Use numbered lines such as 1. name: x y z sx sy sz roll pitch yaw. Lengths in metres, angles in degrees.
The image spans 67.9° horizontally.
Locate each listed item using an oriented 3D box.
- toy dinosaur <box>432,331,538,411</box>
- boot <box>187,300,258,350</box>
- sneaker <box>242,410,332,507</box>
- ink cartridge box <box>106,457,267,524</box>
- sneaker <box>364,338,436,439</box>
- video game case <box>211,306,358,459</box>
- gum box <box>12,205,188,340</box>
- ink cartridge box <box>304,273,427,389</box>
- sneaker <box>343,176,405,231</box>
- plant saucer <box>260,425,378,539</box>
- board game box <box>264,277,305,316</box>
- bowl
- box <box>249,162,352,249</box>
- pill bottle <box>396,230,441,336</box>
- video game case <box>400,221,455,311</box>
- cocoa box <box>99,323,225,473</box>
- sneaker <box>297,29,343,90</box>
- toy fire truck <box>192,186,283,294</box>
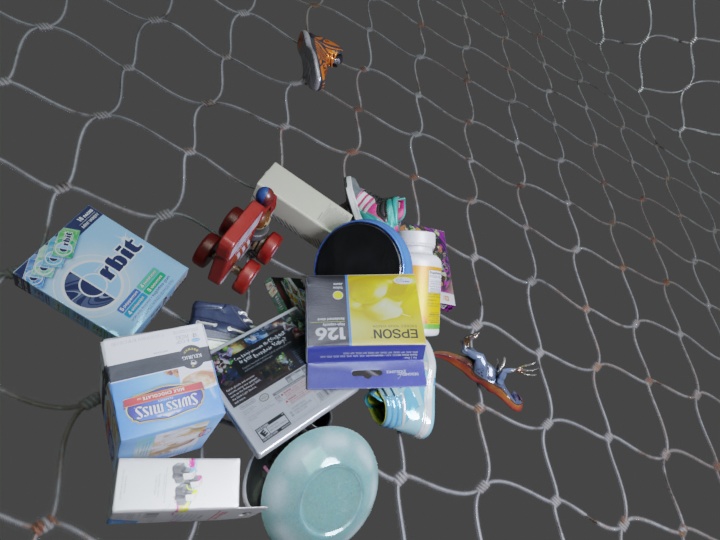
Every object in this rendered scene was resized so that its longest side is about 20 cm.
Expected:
1. toy dinosaur: 0.264 0.222 1.124 0.199 0.105 0.183 -22 84 2
2. boot: -0.196 0.108 0.919 0.198 0.073 0.091 13 61 -21
3. sneaker: -0.113 0.278 0.842 0.071 0.099 0.200 38 52 -4
4. ink cartridge box: -0.239 0.307 0.745 0.198 0.115 0.068 10 57 -24
5. sneaker: 0.071 0.204 1.003 0.130 0.080 0.201 16 54 -21
6. video game case: -0.129 0.167 0.846 0.199 0.023 0.182 -27 65 -35
7. gum box: -0.418 0.009 0.880 0.199 0.045 0.170 33 51 -5
8. ink cartridge box: 0.006 0.095 0.891 0.196 0.047 0.201 0 50 -7
9. sneaker: 0.037 -0.141 1.160 0.120 0.084 0.201 -15 55 -4
10. plant saucer: -0.050 0.342 0.812 0.199 0.039 0.203 -1 92 -28
11. board game box: -0.098 0.102 0.979 0.201 0.023 0.105 61 19 17
12. bowl: 0.000 0.000 1.024 0.202 0.200 0.039 60 17 15
13. box: -0.123 -0.128 1.112 0.199 0.068 0.082 35 50 -5
14. pill bottle: 0.104 0.026 1.062 0.110 0.111 0.202 5 86 -26
15. video game case: 0.116 -0.016 1.192 0.180 0.036 0.201 12 56 -22
16. cocoa box: -0.283 0.182 0.744 0.132 0.200 0.132 -8 65 -31
17. sneaker: -0.091 -0.542 1.383 0.111 0.078 0.201 1 60 -27
18. toy fire truck: -0.205 -0.067 0.964 0.112 0.168 0.201 35 51 -5
